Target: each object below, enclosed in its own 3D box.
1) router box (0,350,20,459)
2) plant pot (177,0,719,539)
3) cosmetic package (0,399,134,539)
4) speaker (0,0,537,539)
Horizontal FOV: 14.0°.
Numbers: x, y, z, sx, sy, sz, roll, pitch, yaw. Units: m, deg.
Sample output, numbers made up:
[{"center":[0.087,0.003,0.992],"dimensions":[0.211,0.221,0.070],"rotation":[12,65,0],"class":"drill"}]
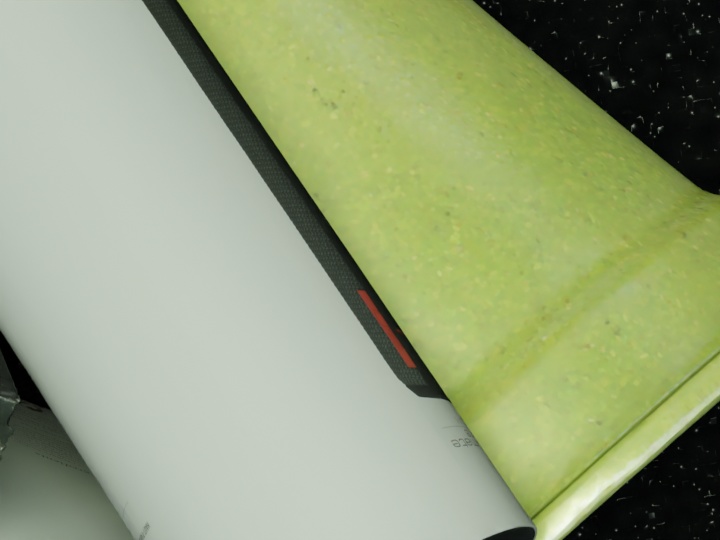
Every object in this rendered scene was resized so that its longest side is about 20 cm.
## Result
[{"center":[-0.156,0.051,0.745],"dimensions":[0.062,0.200,0.150],"rotation":[19,105,-23],"class":"router box"},{"center":[0.000,0.000,0.802],"dimensions":[0.200,0.200,0.184],"rotation":[-43,83,2],"class":"plant pot"},{"center":[-0.111,0.101,0.785],"dimensions":[0.081,0.200,0.113],"rotation":[22,93,-22],"class":"cosmetic package"},{"center":[-0.044,0.005,0.689],"dimensions":[0.081,0.081,0.200],"rotation":[-35,73,2],"class":"speaker"}]
